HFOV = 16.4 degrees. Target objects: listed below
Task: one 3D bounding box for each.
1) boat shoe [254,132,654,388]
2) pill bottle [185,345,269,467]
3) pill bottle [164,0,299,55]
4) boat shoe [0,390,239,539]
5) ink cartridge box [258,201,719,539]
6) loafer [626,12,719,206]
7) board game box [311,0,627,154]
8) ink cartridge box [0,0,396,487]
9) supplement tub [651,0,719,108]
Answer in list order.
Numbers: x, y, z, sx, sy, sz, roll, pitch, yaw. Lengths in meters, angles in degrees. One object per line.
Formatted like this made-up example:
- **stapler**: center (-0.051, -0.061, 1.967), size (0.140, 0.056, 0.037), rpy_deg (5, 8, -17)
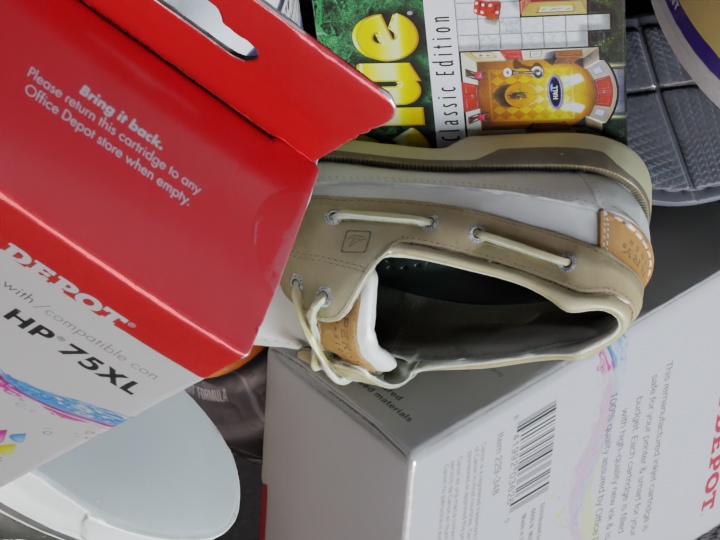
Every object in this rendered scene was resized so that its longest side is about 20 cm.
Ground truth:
- **boat shoe**: center (0.000, 0.000, 0.858), size (0.199, 0.069, 0.075), rpy_deg (-8, 137, 15)
- **pill bottle**: center (-0.019, 0.031, 1.015), size (0.106, 0.107, 0.200), rpy_deg (-21, 151, 23)
- **pill bottle**: center (-0.074, -0.076, 0.751), size (0.111, 0.111, 0.200), rpy_deg (-9, 154, -1)
- **boat shoe**: center (-0.132, 0.049, 0.790), size (0.200, 0.071, 0.064), rpy_deg (23, 137, -30)
- **ink cartridge box**: center (0.060, 0.065, 0.967), size (0.200, 0.086, 0.148), rpy_deg (-27, 137, -35)
- **loafer**: center (0.085, -0.054, 0.939), size (0.199, 0.072, 0.063), rpy_deg (-12, -176, 14)
- **board game box**: center (0.039, -0.067, 0.847), size (0.104, 0.024, 0.200), rpy_deg (0, 138, 8)
- **ink cartridge box**: center (-0.096, -0.015, 0.662), size (0.116, 0.067, 0.200), rpy_deg (34, 144, -21)
- **supplement tub**: center (0.171, -0.130, 0.703), size (0.145, 0.146, 0.200), rpy_deg (-4, 153, -11)
